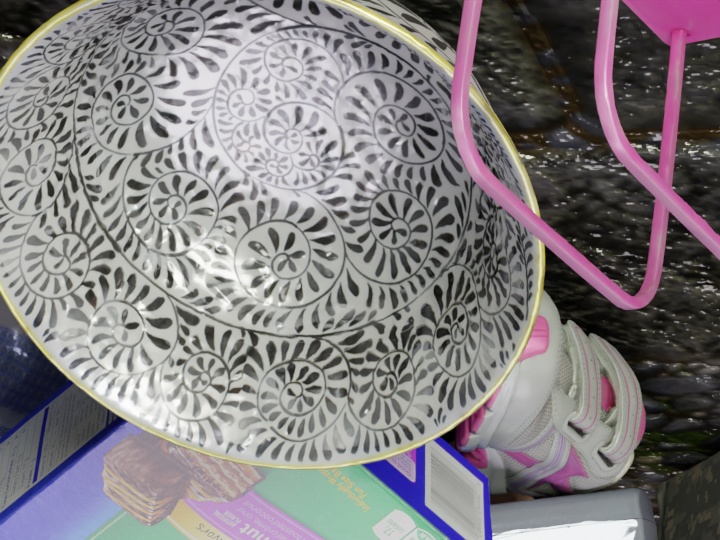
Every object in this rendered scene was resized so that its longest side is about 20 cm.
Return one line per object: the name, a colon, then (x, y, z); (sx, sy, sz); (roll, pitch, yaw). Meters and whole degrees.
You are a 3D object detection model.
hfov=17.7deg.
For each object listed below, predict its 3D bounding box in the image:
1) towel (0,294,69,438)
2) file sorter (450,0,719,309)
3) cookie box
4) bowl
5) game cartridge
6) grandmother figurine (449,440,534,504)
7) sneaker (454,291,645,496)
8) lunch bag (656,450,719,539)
towel: (-0.182, 0.058, 1.043); (0.147, 0.200, 0.024); (25, -168, -31)
file sorter: (0.145, -0.072, 0.675); (0.200, 0.126, 0.139); (-8, 152, 33)
cookie box: (-0.070, 0.119, 1.011); (0.200, 0.075, 0.171); (-39, 114, 23)
bowl: (-0.027, -0.036, 0.816); (0.201, 0.094, 0.201); (7, 125, 10)
game cartridge: (0.081, 0.143, 1.171); (0.133, 0.041, 0.200); (-3, 167, -3)
grandmother figurine: (0.092, 0.155, 1.323); (0.121, 0.061, 0.200); (-1, 155, 41)
sneaker: (0.089, 0.055, 1.069); (0.088, 0.081, 0.200); (1, 163, 4)
lunch bag: (0.271, 0.157, 1.188); (0.200, 0.118, 0.164); (18, 155, -13)
